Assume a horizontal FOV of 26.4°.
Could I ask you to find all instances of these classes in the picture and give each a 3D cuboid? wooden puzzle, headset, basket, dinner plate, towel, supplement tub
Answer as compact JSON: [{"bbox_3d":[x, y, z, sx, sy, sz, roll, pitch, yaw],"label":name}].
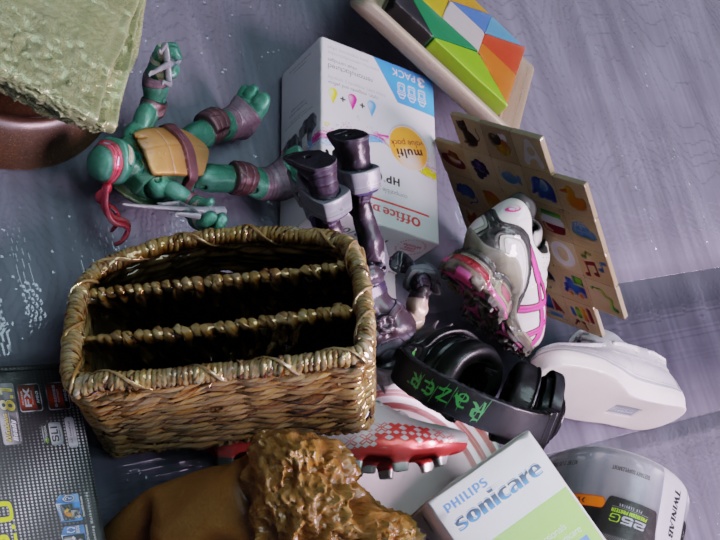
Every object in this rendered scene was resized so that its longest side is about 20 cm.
[{"bbox_3d":[0.081,-0.207,1.337,0.185,0.037,0.200,41,26,-12],"label":"wooden puzzle"},{"bbox_3d":[0.094,0.103,1.136,0.123,0.094,0.200,25,9,25],"label":"headset"},{"bbox_3d":[-0.090,0.029,1.008,0.199,0.149,0.144,-6,67,0],"label":"basket"},{"bbox_3d":[0.039,0.174,1.166,0.199,0.024,0.201,16,59,-29],"label":"dinner plate"},{"bbox_3d":[-0.241,-0.185,1.040,0.199,0.036,0.149,26,55,-24],"label":"towel"},{"bbox_3d":[0.175,0.245,1.156,0.122,0.122,0.201,30,57,-21],"label":"supplement tub"}]

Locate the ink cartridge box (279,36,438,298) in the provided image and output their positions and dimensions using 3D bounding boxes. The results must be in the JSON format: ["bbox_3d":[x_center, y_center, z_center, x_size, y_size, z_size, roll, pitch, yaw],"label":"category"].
[{"bbox_3d":[-0.001,-0.073,1.234,0.115,0.068,0.201,16,59,-30],"label":"ink cartridge box"}]

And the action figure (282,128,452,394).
[{"bbox_3d":[0.000,0.000,1.143,0.130,0.069,0.201,-25,111,-32],"label":"action figure"}]

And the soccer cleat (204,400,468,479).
[{"bbox_3d":[-0.019,0.103,1.096,0.199,0.069,0.086,2,76,-10],"label":"soccer cleat"}]

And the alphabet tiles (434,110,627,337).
[{"bbox_3d":[0.135,-0.036,1.226,0.006,0.166,0.201,-40,127,-23],"label":"alphabet tiles"}]

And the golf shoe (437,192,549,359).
[{"bbox_3d":[0.123,0.009,1.209,0.072,0.200,0.092,35,81,20],"label":"golf shoe"}]

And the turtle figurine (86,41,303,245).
[{"bbox_3d":[-0.132,-0.089,1.126,0.200,0.100,0.151,-10,80,-53],"label":"turtle figurine"}]

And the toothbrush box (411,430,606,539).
[{"bbox_3d":[0.119,0.219,0.985,0.086,0.146,0.200,-34,79,-15],"label":"toothbrush box"}]

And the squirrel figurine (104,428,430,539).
[{"bbox_3d":[-0.047,0.209,0.964,0.141,0.200,0.187,11,49,-39],"label":"squirrel figurine"}]

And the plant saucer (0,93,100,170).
[{"bbox_3d":[-0.262,-0.170,1.115,0.199,0.034,0.201,17,58,-28],"label":"plant saucer"}]

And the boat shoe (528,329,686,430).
[{"bbox_3d":[0.206,0.083,1.296,0.199,0.072,0.069,13,51,-40],"label":"boat shoe"}]

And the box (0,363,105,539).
[{"bbox_3d":[-0.241,0.161,0.950,0.159,0.044,0.201,0,67,-37],"label":"box"}]
